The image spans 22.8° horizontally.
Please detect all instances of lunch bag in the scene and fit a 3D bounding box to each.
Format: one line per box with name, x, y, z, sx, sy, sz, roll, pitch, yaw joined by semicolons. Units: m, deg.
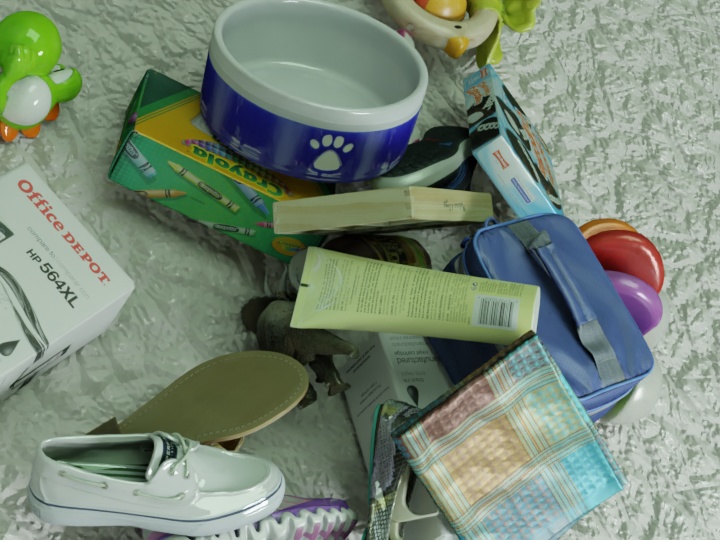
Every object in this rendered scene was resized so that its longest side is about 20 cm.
lunch bag;0.152;0.043;1.550;0.135;0.132;0.201;-16;69;-39

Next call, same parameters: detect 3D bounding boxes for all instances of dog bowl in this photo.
dog bowl;-0.043;-0.166;1.617;0.199;0.079;0.200;12;34;-8

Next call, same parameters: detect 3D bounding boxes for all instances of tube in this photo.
tube;0.046;0.025;1.463;0.199;0.052;0.058;7;20;8

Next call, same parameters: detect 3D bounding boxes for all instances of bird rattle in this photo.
bird rattle;0.087;-0.298;1.864;0.200;0.113;0.163;42;44;0

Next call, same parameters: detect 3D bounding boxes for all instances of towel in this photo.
towel;0.125;0.156;1.452;0.200;0.146;0.022;56;-5;-37

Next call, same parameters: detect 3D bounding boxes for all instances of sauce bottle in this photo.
sauce bottle;0.000;0.000;1.590;0.065;0.065;0.200;56;21;13

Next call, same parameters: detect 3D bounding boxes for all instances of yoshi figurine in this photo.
yoshi figurine;-0.329;-0.167;1.532;0.200;0.112;0.113;-24;67;-43

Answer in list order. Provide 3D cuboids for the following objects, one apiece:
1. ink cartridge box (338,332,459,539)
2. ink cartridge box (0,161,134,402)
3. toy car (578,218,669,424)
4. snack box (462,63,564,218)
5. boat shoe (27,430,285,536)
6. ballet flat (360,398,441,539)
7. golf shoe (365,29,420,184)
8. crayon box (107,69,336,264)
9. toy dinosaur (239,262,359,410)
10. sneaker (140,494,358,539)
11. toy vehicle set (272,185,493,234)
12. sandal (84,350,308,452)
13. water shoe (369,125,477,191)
ink cartridge box;0.082;0.156;1.575;0.144;0.084;0.201;0;60;-32
ink cartridge box;-0.304;0.023;1.429;0.146;0.084;0.200;47;49;5
toy car;0.227;0.036;1.700;0.174;0.150;0.201;26;49;-14
snack box;0.150;-0.117;1.754;0.116;0.037;0.200;52;16;-21
boat shoe;-0.154;0.158;1.369;0.199;0.067;0.074;-3;40;-15
ballet flat;0.030;0.208;1.462;0.072;0.072;0.201;12;85;-24
golf shoe;0.023;-0.157;1.772;0.092;0.075;0.200;45;43;-25
crayon box;-0.121;-0.092;1.614;0.199;0.058;0.119;26;31;-14
toy dinosaur;-0.058;0.062;1.525;0.077;0.200;0.103;-31;99;-8
sneaker;-0.095;0.200;1.448;0.199;0.081;0.089;-2;45;-35
toy vehicle set;0.024;-0.050;1.534;0.200;0.124;0.027;-1;86;-66
sandal;-0.142;0.137;1.471;0.211;0.070;0.078;-25;58;-17
water shoe;0.069;-0.082;1.697;0.071;0.079;0.200;8;19;24
